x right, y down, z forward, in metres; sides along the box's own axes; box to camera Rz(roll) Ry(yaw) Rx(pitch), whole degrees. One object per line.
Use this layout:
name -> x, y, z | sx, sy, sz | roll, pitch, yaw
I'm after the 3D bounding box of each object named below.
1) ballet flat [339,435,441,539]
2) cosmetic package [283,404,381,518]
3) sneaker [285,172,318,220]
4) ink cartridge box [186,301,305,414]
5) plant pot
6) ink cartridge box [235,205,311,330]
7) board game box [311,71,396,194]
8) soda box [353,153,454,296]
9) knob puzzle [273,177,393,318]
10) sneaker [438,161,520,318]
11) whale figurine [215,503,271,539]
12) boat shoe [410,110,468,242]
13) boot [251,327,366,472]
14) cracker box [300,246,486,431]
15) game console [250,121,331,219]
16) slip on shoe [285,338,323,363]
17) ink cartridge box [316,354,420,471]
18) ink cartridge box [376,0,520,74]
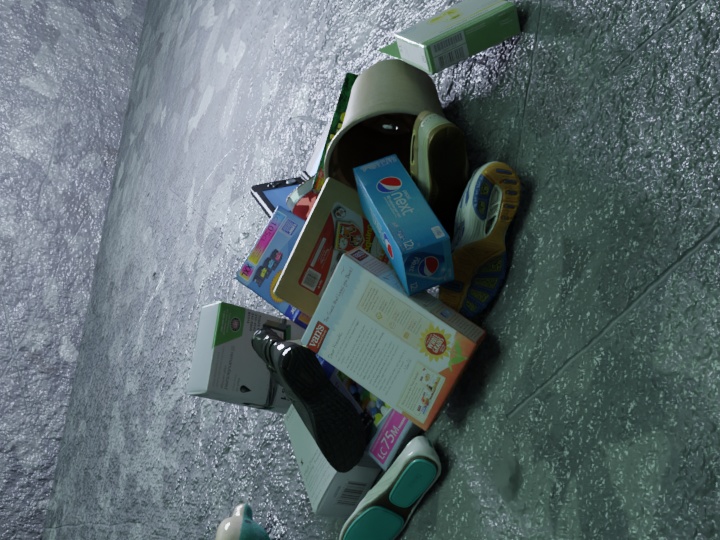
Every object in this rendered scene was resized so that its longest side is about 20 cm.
ballet flat -> 0.041, 0.293, 1.212 | 0.201, 0.068, 0.070 | -55, 33, 25
cosmetic package -> -0.045, 0.253, 1.368 | 0.103, 0.073, 0.201 | -62, 32, 22
sneaker -> -0.015, -0.128, 1.500 | 0.199, 0.071, 0.113 | -39, 71, 8
ink cartridge box -> -0.168, 0.146, 1.516 | 0.084, 0.197, 0.149 | -14, 65, 54
plant pot -> 0.049, -0.193, 1.320 | 0.201, 0.198, 0.186 | -51, 24, 36
ink cartridge box -> -0.082, 0.006, 1.402 | 0.199, 0.076, 0.138 | 31, 89, 43
board game box -> -0.001, -0.205, 1.464 | 0.023, 0.103, 0.204 | 75, -150, -76
soda box -> 0.052, -0.062, 1.170 | 0.201, 0.063, 0.069 | -115, 10, -50
knob puzzle -> 0.000, 0.000, 1.268 | 0.030, 0.215, 0.225 | 164, 118, -68
sneaker -> 0.148, -0.037, 1.177 | 0.088, 0.074, 0.204 | -127, 56, -78
whale figurine -> -0.192, 0.467, 1.532 | 0.200, 0.102, 0.163 | 140, 142, -84
boat shoe -> 0.100, -0.118, 1.216 | 0.067, 0.073, 0.203 | -123, 24, -43
boot -> -0.069, 0.168, 1.260 | 0.131, 0.069, 0.203 | 17, 134, 64
cracker box -> 0.039, 0.082, 1.158 | 0.136, 0.198, 0.058 | -61, -13, 22
game console -> -0.095, -0.170, 1.632 | 0.200, 0.167, 0.121 | -133, 36, -58
slip on shoe -> -0.035, 0.134, 1.363 | 0.196, 0.060, 0.078 | 0, 100, 26
ink cartridge box -> 0.003, 0.159, 1.270 | 0.200, 0.042, 0.121 | 42, 116, 30
ink cartridge box -> 0.114, -0.339, 1.307 | 0.200, 0.144, 0.049 | 46, 160, 57
